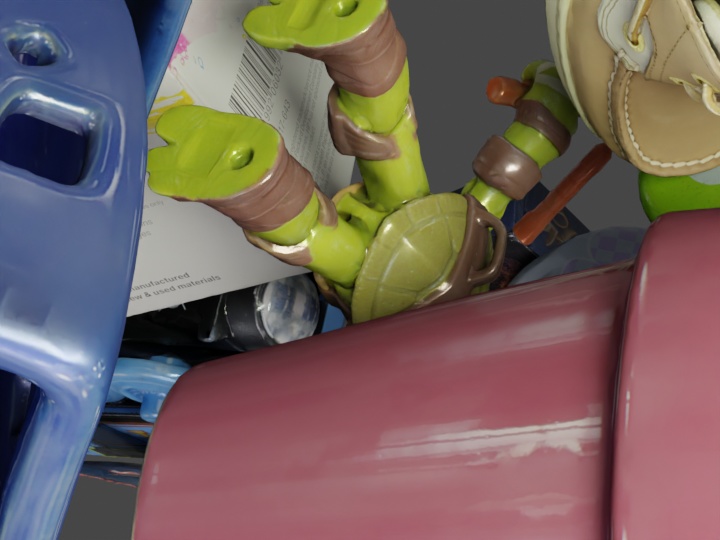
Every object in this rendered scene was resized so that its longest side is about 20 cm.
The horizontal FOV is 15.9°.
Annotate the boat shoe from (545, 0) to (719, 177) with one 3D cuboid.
[{"bbox_3d":[0.093,-0.073,0.626,0.074,0.066,0.200,-15,152,-11],"label":"boat shoe"}]

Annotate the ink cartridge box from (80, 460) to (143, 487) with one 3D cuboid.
[{"bbox_3d":[-0.009,0.103,0.932,0.200,0.047,0.160,8,176,-26],"label":"ink cartridge box"}]

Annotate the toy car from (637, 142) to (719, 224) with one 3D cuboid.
[{"bbox_3d":[0.197,-0.050,0.776,0.200,0.158,0.164,-21,142,18],"label":"toy car"}]

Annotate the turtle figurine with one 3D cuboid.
[{"bbox_3d":[0.000,0.000,0.746,0.064,0.200,0.161,40,171,40],"label":"turtle figurine"}]

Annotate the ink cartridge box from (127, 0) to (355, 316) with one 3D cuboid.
[{"bbox_3d":[-0.099,-0.096,0.793,0.125,0.129,0.200,-14,134,28],"label":"ink cartridge box"}]

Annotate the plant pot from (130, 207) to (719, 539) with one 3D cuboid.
[{"bbox_3d":[0.044,0.084,0.667,0.179,0.200,0.200,-2,140,15],"label":"plant pot"}]

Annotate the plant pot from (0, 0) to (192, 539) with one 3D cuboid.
[{"bbox_3d":[-0.153,-0.020,0.655,0.200,0.180,0.200,19,141,-7],"label":"plant pot"}]

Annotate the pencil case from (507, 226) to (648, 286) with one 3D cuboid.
[{"bbox_3d":[0.100,0.066,0.852,0.091,0.200,0.083,-26,122,4],"label":"pencil case"}]

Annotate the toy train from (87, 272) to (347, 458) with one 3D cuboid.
[{"bbox_3d":[-0.076,0.022,0.928,0.200,0.087,0.114,-2,160,42],"label":"toy train"}]

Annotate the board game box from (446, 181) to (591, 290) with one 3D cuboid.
[{"bbox_3d":[0.067,0.049,1.007,0.135,0.035,0.200,-22,131,35],"label":"board game box"}]
